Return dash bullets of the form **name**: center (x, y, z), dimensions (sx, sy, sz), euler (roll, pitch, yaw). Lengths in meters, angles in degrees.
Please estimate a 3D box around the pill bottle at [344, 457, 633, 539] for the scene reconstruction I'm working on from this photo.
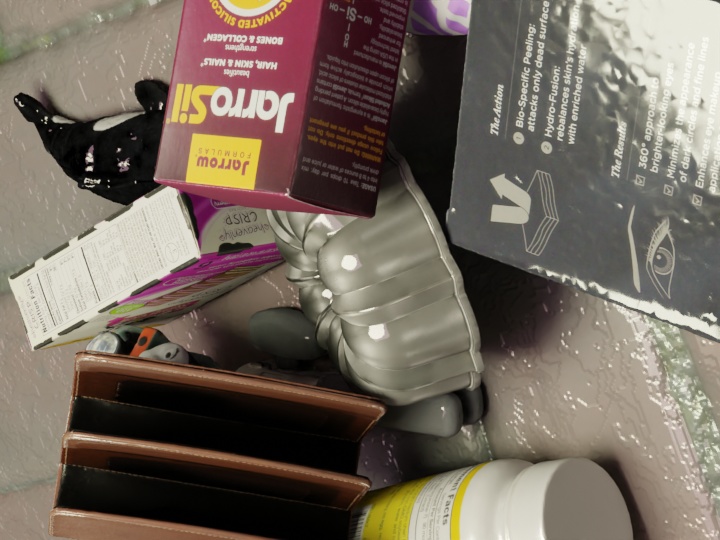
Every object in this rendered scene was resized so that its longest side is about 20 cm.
- **pill bottle**: center (0.076, 0.189, 1.377), dimensions (0.199, 0.114, 0.115), euler (-18, 96, 42)

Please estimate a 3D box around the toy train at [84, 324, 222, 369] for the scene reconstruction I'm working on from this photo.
- **toy train**: center (-0.116, 0.111, 1.475), dimensions (0.114, 0.085, 0.200), euler (7, 148, 37)

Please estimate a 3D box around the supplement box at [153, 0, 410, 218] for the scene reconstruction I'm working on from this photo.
- **supplement box**: center (-0.041, -0.138, 1.215), dimensions (0.110, 0.085, 0.201), euler (7, 87, 37)

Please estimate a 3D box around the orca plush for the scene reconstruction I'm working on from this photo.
- **orca plush**: center (-0.185, -0.087, 1.501), dimensions (0.199, 0.071, 0.106), euler (27, 123, 28)

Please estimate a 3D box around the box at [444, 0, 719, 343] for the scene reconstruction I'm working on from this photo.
- **box**: center (0.166, -0.092, 1.188), dimensions (0.199, 0.117, 0.198), euler (21, 120, 30)

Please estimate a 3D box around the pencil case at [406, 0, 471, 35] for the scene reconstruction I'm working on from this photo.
- **pencil case**: center (0.018, -0.189, 1.288), dimensions (0.199, 0.085, 0.084), euler (2, 74, 35)

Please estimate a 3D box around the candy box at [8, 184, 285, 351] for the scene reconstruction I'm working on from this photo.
- **candy box**: center (-0.134, -0.010, 1.444), dimensions (0.200, 0.136, 0.061), euler (-26, 80, 42)

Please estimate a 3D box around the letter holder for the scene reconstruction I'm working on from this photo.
- **letter holder**: center (-0.093, 0.125, 1.316), dimensions (0.142, 0.199, 0.101), euler (119, 160, -71)

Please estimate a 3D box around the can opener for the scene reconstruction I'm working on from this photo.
- **can opener**: center (-0.008, 0.074, 1.437), dimensions (0.199, 0.053, 0.067), euler (12, 114, 35)

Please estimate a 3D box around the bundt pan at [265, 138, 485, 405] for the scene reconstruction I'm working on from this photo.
- **bundt pan**: center (0.000, 0.000, 1.318), dimensions (0.203, 0.075, 0.202), euler (62, 169, 21)
